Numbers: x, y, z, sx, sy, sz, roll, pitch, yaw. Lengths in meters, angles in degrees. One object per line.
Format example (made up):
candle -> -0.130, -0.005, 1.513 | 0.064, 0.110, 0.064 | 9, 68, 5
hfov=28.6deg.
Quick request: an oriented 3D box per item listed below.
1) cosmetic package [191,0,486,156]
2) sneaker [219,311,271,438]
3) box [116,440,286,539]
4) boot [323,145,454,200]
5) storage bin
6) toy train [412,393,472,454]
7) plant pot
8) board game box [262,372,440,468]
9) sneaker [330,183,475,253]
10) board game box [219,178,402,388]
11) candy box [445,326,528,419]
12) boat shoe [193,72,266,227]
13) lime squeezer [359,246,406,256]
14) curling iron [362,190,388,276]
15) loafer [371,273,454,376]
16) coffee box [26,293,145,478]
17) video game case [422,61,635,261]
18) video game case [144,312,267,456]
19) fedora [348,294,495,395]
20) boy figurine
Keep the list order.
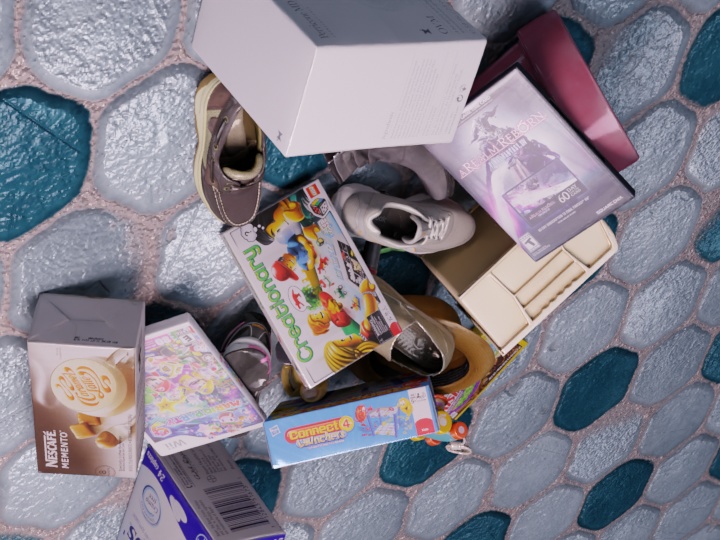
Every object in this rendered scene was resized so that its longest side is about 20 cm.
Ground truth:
cosmetic package -> -0.024, -0.219, 1.355 | 0.199, 0.200, 0.123 | -10, 133, -34
sneaker -> -0.143, 0.125, 1.686 | 0.080, 0.087, 0.200 | 24, 138, -12
box -> -0.205, 0.341, 1.753 | 0.104, 0.184, 0.201 | -6, 130, -38
boot -> 0.023, -0.134, 1.596 | 0.131, 0.070, 0.201 | -32, 130, -7
storage bin -> 0.190, -0.024, 1.712 | 0.198, 0.200, 0.094 | -42, 108, 2
toy train -> 0.049, 0.199, 1.864 | 0.199, 0.056, 0.150 | 3, 160, 9
plant pot -> 0.194, -0.169, 1.613 | 0.178, 0.201, 0.200 | -29, 144, 12
board game box -> -0.007, 0.175, 1.694 | 0.199, 0.056, 0.196 | -13, -179, 2
sneaker -> 0.064, -0.049, 1.641 | 0.199, 0.092, 0.076 | 4, 104, -35
board game box -> -0.055, 0.015, 1.584 | 0.126, 0.201, 0.035 | -31, -174, -13
candy box -> 0.142, 0.153, 1.994 | 0.200, 0.026, 0.102 | -48, 138, 8
boat shoe -> -0.133, -0.114, 1.472 | 0.073, 0.065, 0.201 | -26, 140, -19
lime squeezer -> 0.060, -0.053, 1.716 | 0.200, 0.038, 0.071 | -39, 145, 0
curling iron -> 0.000, 0.000, 1.692 | 0.049, 0.026, 0.201 | 13, 108, -18
loafer -> 0.031, 0.062, 1.669 | 0.199, 0.068, 0.076 | 27, 105, -16
coffee box -> -0.293, 0.127, 1.525 | 0.114, 0.080, 0.201 | 5, 130, -4
video game case -> 0.181, -0.114, 1.537 | 0.143, 0.019, 0.200 | -35, 111, 31
video game case -> -0.212, 0.134, 1.609 | 0.142, 0.018, 0.200 | -18, 134, 14
fedora -> 0.076, 0.088, 1.807 | 0.199, 0.082, 0.201 | 0, 145, 0
boy figurine -> -0.070, 0.101, 1.705 | 0.064, 0.125, 0.200 | -10, 162, -4
